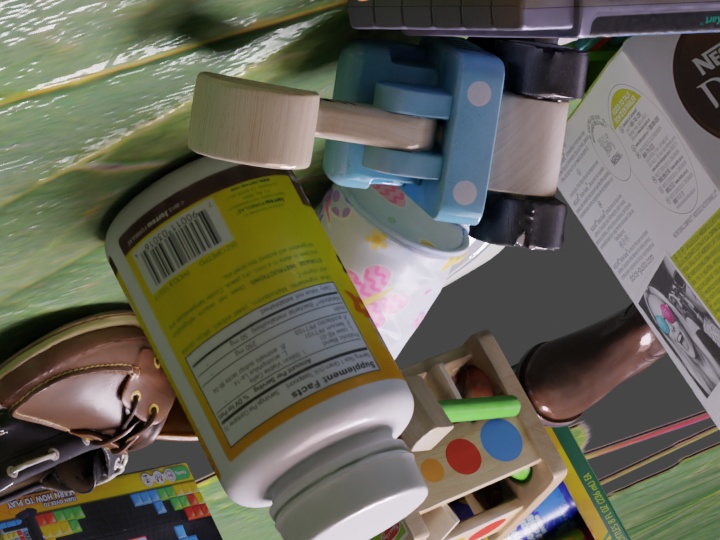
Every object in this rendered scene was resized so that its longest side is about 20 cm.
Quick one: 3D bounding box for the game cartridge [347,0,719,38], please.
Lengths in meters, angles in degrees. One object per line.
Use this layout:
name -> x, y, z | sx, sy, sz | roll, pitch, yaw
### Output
game cartridge -> 0.110, -0.128, 1.360 | 0.199, 0.039, 0.129 | -6, -167, -38

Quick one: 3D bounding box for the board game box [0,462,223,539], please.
board game box -> -0.160, 0.222, 1.899 | 0.057, 0.166, 0.199 | -39, 162, 34

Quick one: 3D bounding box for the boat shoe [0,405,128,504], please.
boat shoe -> -0.173, 0.104, 1.700 | 0.074, 0.061, 0.200 | -37, 163, 24

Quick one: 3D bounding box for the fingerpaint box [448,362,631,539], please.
fingerpaint box -> 0.107, 0.196, 2.216 | 0.166, 0.201, 0.073 | -28, 163, -1

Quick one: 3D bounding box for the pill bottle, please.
pill bottle -> -0.044, 0.045, 1.476 | 0.109, 0.201, 0.109 | -26, 165, -8

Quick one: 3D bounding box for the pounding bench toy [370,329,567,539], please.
pounding bench toy -> 0.063, 0.121, 2.043 | 0.155, 0.125, 0.200 | -20, 162, -29

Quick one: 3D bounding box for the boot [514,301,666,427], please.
boot -> 0.224, 0.031, 2.151 | 0.200, 0.064, 0.186 | -37, 176, 37

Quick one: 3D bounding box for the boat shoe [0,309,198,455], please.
boat shoe -> -0.135, 0.067, 1.637 | 0.072, 0.068, 0.200 | -35, 163, 23

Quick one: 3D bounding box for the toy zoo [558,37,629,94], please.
toy zoo -> 0.153, -0.154, 1.529 | 0.200, 0.021, 0.131 | -38, 162, 31

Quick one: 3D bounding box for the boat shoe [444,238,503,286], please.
boat shoe -> 0.001, 0.000, 1.687 | 0.200, 0.070, 0.071 | -38, 149, 24

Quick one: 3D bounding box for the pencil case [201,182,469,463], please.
pencil case -> -0.015, 0.038, 1.620 | 0.090, 0.083, 0.201 | 20, 118, -18

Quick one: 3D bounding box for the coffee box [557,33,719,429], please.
coffee box -> 0.249, -0.064, 1.593 | 0.199, 0.198, 0.200 | -32, 172, -16

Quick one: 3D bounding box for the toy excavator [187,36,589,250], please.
toy excavator -> 0.009, -0.070, 1.386 | 0.198, 0.101, 0.194 | 6, -170, -10
